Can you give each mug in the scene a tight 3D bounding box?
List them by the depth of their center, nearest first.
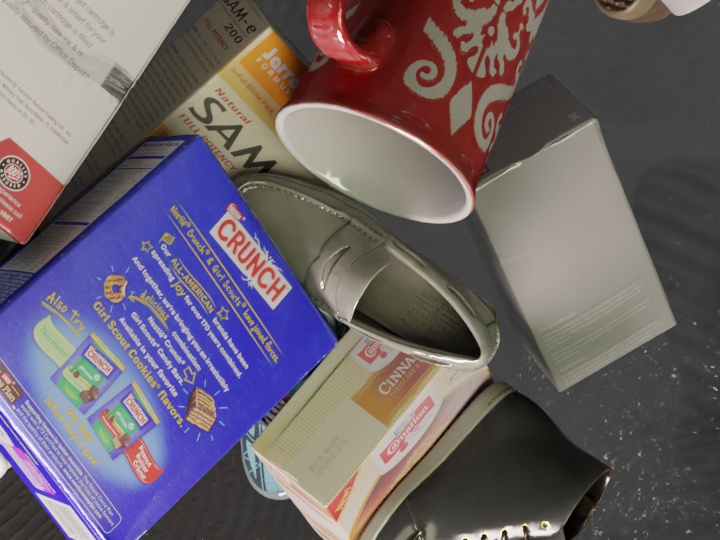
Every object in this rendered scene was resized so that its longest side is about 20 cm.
[{"bbox_3d":[0.049,-0.156,1.304,0.133,0.178,0.200,24,70,7],"label":"mug"}]

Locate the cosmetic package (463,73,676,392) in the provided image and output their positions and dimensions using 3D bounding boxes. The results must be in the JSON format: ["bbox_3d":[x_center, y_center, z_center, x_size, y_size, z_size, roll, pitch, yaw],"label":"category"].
[{"bbox_3d":[0.138,-0.025,1.503,0.107,0.090,0.200,-28,122,-4],"label":"cosmetic package"}]

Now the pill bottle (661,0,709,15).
[{"bbox_3d":[0.169,-0.264,1.314,0.113,0.113,0.200,-41,99,4],"label":"pill bottle"}]

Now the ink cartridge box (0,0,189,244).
[{"bbox_3d":[-0.211,-0.140,1.249,0.147,0.083,0.200,44,70,-35],"label":"ink cartridge box"}]

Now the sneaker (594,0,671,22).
[{"bbox_3d":[0.215,-0.262,1.418,0.075,0.070,0.200,-1,120,-52],"label":"sneaker"}]

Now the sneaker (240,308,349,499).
[{"bbox_3d":[-0.054,0.074,1.467,0.079,0.096,0.201,16,111,13],"label":"sneaker"}]

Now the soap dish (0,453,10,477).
[{"bbox_3d":[-0.347,0.119,1.392,0.200,0.081,0.157,-34,125,0],"label":"soap dish"}]

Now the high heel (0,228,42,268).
[{"bbox_3d":[-0.203,0.072,1.338,0.143,0.071,0.200,-53,128,-11],"label":"high heel"}]

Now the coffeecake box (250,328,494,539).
[{"bbox_3d":[0.021,0.117,1.471,0.154,0.073,0.200,-49,155,-10],"label":"coffeecake box"}]

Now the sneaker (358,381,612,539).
[{"bbox_3d":[0.075,0.180,1.430,0.200,0.106,0.075,-52,155,-4],"label":"sneaker"}]

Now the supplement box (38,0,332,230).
[{"bbox_3d":[-0.107,-0.069,1.384,0.200,0.074,0.126,-42,126,5],"label":"supplement box"}]

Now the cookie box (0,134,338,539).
[{"bbox_3d":[-0.137,0.043,1.288,0.200,0.075,0.171,-43,115,-22],"label":"cookie box"}]

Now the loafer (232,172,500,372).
[{"bbox_3d":[0.000,0.000,1.339,0.200,0.070,0.070,28,98,-1],"label":"loafer"}]
